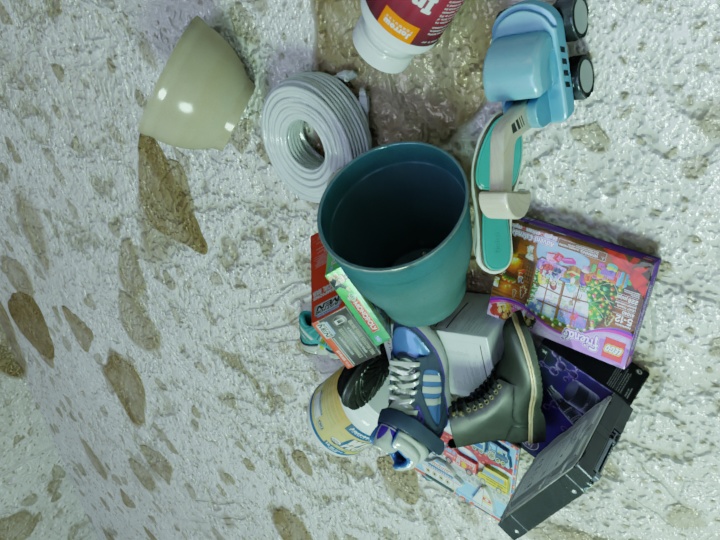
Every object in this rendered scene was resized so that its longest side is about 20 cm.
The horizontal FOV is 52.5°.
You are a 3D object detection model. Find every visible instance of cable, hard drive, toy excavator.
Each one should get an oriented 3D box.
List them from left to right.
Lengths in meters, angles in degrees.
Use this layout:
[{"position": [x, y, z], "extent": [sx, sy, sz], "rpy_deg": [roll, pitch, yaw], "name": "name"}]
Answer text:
[{"position": [-0.068, -0.199, 1.116], "extent": [0.196, 0.069, 0.205], "rpy_deg": [12, 125, 38], "name": "cable"}, {"position": [0.174, -0.181, 0.798], "extent": [0.098, 0.199, 0.199], "rpy_deg": [6, 121, 40], "name": "toy excavator"}, {"position": [0.263, 0.257, 0.951], "extent": [0.038, 0.139, 0.201], "rpy_deg": [39, 138, 9], "name": "hard drive"}]

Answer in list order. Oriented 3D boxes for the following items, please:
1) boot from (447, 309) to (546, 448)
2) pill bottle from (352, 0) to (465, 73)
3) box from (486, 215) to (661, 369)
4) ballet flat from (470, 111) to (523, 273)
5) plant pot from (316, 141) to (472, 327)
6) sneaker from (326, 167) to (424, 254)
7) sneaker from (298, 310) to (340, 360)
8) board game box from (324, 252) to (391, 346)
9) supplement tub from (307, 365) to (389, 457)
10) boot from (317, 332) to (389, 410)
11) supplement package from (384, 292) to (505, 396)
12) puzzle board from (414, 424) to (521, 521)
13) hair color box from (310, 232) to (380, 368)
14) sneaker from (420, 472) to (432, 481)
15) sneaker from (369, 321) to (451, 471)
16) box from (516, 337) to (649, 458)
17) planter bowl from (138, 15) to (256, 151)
[{"position": [0.170, 0.158, 0.969], "extent": [0.134, 0.078, 0.205], "rpy_deg": [-9, 115, 7], "name": "boot"}, {"position": [0.068, -0.335, 0.860], "extent": [0.113, 0.112, 0.200], "rpy_deg": [47, 139, 6], "name": "pill bottle"}, {"position": [0.269, 0.023, 0.942], "extent": [0.196, 0.039, 0.141], "rpy_deg": [21, 112, 32], "name": "box"}, {"position": [0.169, -0.100, 0.947], "extent": [0.068, 0.068, 0.207], "rpy_deg": [7, 98, 40], "name": "ballet flat"}, {"position": [0.062, -0.030, 0.972], "extent": [0.196, 0.202, 0.190], "rpy_deg": [21, 155, 31], "name": "plant pot"}, {"position": [0.017, -0.061, 1.082], "extent": [0.076, 0.087, 0.199], "rpy_deg": [-26, 127, 38], "name": "sneaker"}, {"position": [-0.046, 0.111, 1.313], "extent": [0.196, 0.077, 0.082], "rpy_deg": [-1, 109, 44], "name": "sneaker"}, {"position": [0.000, 0.000, 1.084], "extent": [0.029, 0.202, 0.136], "rpy_deg": [-27, 117, 17], "name": "board game box"}, {"position": [0.003, 0.235, 1.294], "extent": [0.146, 0.144, 0.200], "rpy_deg": [50, 140, 3], "name": "supplement tub"}, {"position": [-0.019, 0.118, 1.193], "extent": [0.154, 0.212, 0.081], "rpy_deg": [16, 140, 27], "name": "boot"}, {"position": [0.141, 0.106, 1.100], "extent": [0.196, 0.109, 0.117], "rpy_deg": [6, 122, 40], "name": "supplement package"}, {"position": [0.161, 0.302, 1.168], "extent": [0.197, 0.017, 0.155], "rpy_deg": [23, 122, 38], "name": "puzzle board"}, {"position": [-0.026, 0.034, 1.123], "extent": [0.063, 0.203, 0.112], "rpy_deg": [-25, 127, 15], "name": "hair color box"}, {"position": [0.120, 0.324, 1.290], "extent": [0.197, 0.086, 0.079], "rpy_deg": [-5, 114, 45], "name": "sneaker"}, {"position": [0.062, 0.183, 1.030], "extent": [0.079, 0.146, 0.205], "rpy_deg": [5, 123, 39], "name": "sneaker"}, {"position": [0.295, 0.189, 1.038], "extent": [0.140, 0.078, 0.203], "rpy_deg": [36, 137, 23], "name": "box"}, {"position": [-0.249, -0.276, 1.165], "extent": [0.133, 0.204, 0.200], "rpy_deg": [29, 142, -15], "name": "planter bowl"}]
